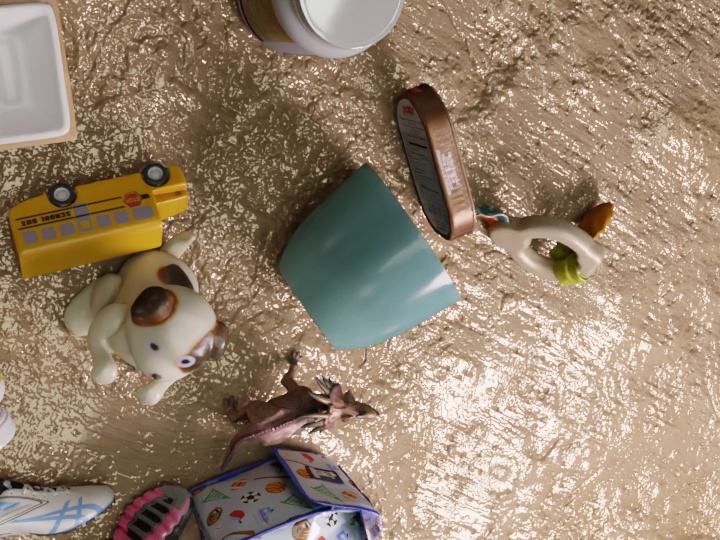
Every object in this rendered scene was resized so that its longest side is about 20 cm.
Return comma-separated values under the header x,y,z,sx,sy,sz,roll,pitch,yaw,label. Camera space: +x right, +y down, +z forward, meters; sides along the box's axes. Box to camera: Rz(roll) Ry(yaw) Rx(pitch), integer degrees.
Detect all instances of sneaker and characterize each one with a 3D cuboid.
x,y,z,sx,sy,sz,roll,pitch,yaw,label
-0.266,0.356,1.375,0.200,0.079,0.095,-52,137,-5,sneaker
-0.385,0.273,1.298,0.199,0.072,0.073,-6,95,-26,sneaker

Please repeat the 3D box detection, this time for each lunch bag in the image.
x,y,z,sx,sy,sz,roll,pitch,yaw,label
-0.092,0.305,1.376,0.199,0.170,0.125,-18,113,-17,lunch bag

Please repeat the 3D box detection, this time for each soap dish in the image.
x,y,z,sx,sy,sz,roll,pitch,yaw,label
-0.411,-0.204,1.174,0.199,0.081,0.159,-11,105,-21,soap dish

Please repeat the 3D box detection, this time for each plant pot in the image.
x,y,z,sx,sy,sz,roll,pitch,yaw,label
0.000,0.000,1.340,0.161,0.201,0.201,-36,113,0,plant pot

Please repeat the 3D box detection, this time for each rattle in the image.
x,y,z,sx,sy,sz,roll,pitch,yaw,label
0.237,-0.078,1.492,0.199,0.130,0.144,25,79,0,rattle

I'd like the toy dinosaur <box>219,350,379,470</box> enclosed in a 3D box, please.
x,y,z,sx,sy,sz,roll,pitch,yaw,label
-0.091,0.180,1.366,0.199,0.135,0.086,-30,111,-14,toy dinosaur

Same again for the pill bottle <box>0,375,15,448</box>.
x,y,z,sx,sy,sz,roll,pitch,yaw,label
-0.457,0.110,1.204,0.112,0.112,0.201,-29,111,-15,pill bottle

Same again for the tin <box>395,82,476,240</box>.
x,y,z,sx,sy,sz,roll,pitch,yaw,label
0.093,-0.132,1.391,0.042,0.112,0.201,-23,109,-17,tin

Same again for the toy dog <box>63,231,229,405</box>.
x,y,z,sx,sy,sz,roll,pitch,yaw,label
-0.219,0.059,1.248,0.194,0.200,0.140,-49,115,-6,toy dog

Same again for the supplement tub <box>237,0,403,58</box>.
x,y,z,sx,sy,sz,roll,pitch,yaw,label
-0.046,-0.311,1.243,0.143,0.200,0.146,-5,104,-22,supplement tub

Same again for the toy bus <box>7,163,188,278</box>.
x,y,z,sx,sy,sz,roll,pitch,yaw,label
-0.290,-0.057,1.249,0.199,0.065,0.079,-15,67,-20,toy bus
